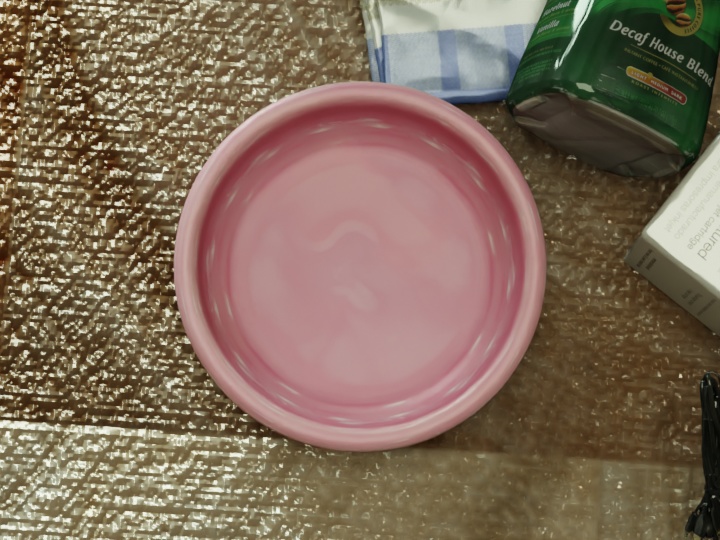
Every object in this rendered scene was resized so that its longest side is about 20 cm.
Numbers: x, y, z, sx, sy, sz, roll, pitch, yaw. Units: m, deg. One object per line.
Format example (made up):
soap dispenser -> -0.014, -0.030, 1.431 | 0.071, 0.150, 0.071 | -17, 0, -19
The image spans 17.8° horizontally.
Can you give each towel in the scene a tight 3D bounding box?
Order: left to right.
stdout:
towel -> 0.067, -0.191, 1.297 | 0.146, 0.024, 0.201 | -6, 82, -4

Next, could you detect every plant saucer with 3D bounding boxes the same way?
plant saucer -> 0.000, 0.000, 1.247 | 0.200, 0.051, 0.201 | 0, 80, 0

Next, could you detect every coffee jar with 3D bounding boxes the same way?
coffee jar -> 0.156, -0.158, 1.246 | 0.104, 0.085, 0.201 | 24, 72, -20

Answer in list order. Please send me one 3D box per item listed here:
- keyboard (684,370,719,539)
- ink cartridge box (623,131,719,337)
keyboard -> 0.231, 0.094, 1.194 | 0.127, 0.021, 0.201 | 3, 116, 16
ink cartridge box -> 0.266, -0.006, 1.234 | 0.200, 0.084, 0.146 | 38, 82, 6
